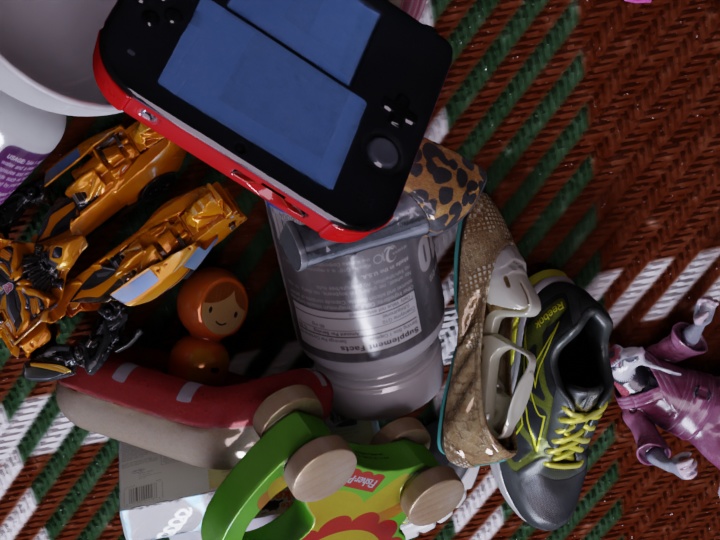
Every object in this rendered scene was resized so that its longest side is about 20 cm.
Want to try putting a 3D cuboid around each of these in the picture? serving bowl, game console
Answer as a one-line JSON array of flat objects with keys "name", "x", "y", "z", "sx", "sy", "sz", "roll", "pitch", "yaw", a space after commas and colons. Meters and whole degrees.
[{"name": "serving bowl", "x": -0.186, "y": -0.181, "z": 0.915, "sx": 0.065, "sy": 0.201, "sz": 0.200, "roll": -18, "pitch": 129, "yaw": 41}, {"name": "game console", "x": -0.047, "y": -0.126, "z": 0.925, "sx": 0.199, "sy": 0.178, "sz": 0.031, "roll": 32, "pitch": 147, "yaw": -13}]

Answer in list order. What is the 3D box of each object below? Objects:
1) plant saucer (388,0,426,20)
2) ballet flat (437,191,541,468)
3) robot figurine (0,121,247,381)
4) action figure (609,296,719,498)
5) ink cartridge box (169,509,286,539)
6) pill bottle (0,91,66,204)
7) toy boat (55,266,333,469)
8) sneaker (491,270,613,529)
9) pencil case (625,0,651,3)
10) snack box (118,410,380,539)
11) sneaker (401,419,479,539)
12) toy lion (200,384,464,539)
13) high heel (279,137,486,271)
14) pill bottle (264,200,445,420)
[{"name": "plant saucer", "x": -0.047, "y": -0.195, "z": 1.020, "sx": 0.198, "sy": 0.051, "sz": 0.203, "roll": -4, "pitch": 121, "yaw": -6}, {"name": "ballet flat", "x": 0.101, "y": 0.045, "z": 1.137, "sx": 0.065, "sy": 0.070, "sz": 0.203, "roll": 5, "pitch": 94, "yaw": 31}, {"name": "robot figurine", "x": -0.186, "y": -0.019, "z": 1.064, "sx": 0.199, "sy": 0.146, "sz": 0.058, "roll": -36, "pitch": 163, "yaw": 4}, {"name": "action figure", "x": 0.268, "y": 0.102, "z": 1.242, "sx": 0.198, "sy": 0.149, "sz": 0.135, "roll": 26, "pitch": 85, "yaw": -3}, {"name": "ink cartridge box", "x": -0.066, "y": 0.243, "z": 1.235, "sx": 0.161, "sy": 0.057, "sz": 0.202, "roll": 5, "pitch": 123, "yaw": 29}, {"name": "pill bottle", "x": -0.263, "y": -0.094, "z": 1.009, "sx": 0.200, "sy": 0.113, "sz": 0.112, "roll": -42, "pitch": 118, "yaw": 16}, {"name": "toy boat", "x": -0.112, "y": 0.063, "z": 1.106, "sx": 0.198, "sy": 0.130, "sz": 0.132, "roll": 14, "pitch": 93, "yaw": 22}, {"name": "sneaker", "x": 0.147, "y": 0.105, "z": 1.172, "sx": 0.074, "sy": 0.085, "sz": 0.203, "roll": -7, "pitch": 104, "yaw": -22}, {"name": "pencil case", "x": 0.189, "y": -0.280, "z": 0.990, "sx": 0.087, "sy": 0.089, "sz": 0.202, "roll": 6, "pitch": 119, "yaw": -13}, {"name": "snack box", "x": -0.083, "y": 0.137, "z": 1.174, "sx": 0.198, "sy": 0.117, "sz": 0.037, "roll": -11, "pitch": 123, "yaw": -2}, {"name": "sneaker", "x": 0.012, "y": 0.174, "z": 1.237, "sx": 0.200, "sy": 0.075, "sz": 0.085, "roll": -41, "pitch": 118, "yaw": 15}, {"name": "toy lion", "x": -0.035, "y": 0.183, "z": 1.071, "sx": 0.192, "sy": 0.069, "sz": 0.199, "roll": -50, "pitch": 141, "yaw": 15}, {"name": "high heel", "x": -0.007, "y": -0.109, "z": 0.991, "sx": 0.141, "sy": 0.071, "sz": 0.202, "roll": -17, "pitch": 83, "yaw": -20}, {"name": "pill bottle", "x": 0.000, "y": 0.000, "z": 1.107, "sx": 0.112, "sy": 0.114, "sz": 0.202, "roll": -13, "pitch": 122, "yaw": -2}]
